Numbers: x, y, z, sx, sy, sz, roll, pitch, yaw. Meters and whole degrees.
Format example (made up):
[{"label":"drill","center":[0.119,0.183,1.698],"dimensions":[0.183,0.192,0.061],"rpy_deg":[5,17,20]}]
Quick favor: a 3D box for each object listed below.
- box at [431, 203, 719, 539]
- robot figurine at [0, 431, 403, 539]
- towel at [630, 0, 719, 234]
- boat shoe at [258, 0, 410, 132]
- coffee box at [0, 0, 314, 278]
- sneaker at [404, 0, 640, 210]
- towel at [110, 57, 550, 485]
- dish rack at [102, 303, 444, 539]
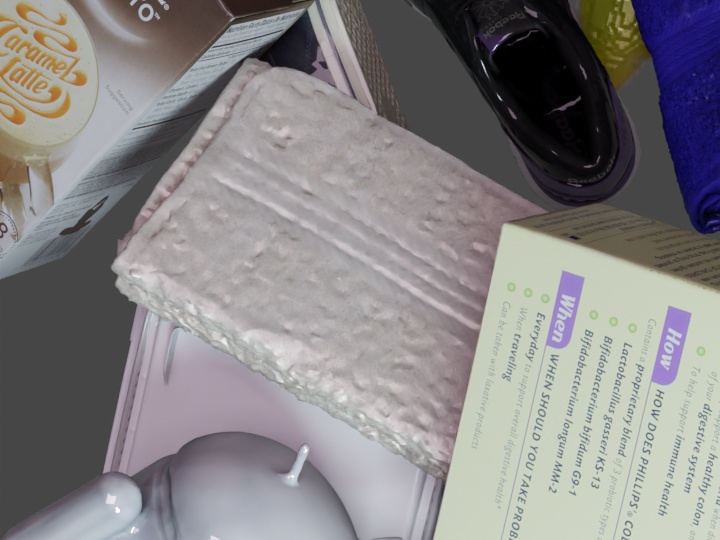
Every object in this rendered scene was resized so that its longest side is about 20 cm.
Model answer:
[{"label":"box","center":[0.145,0.086,1.219],"dimensions":[0.199,0.097,0.177],"rpy_deg":[19,105,27]},{"label":"robot figurine","center":[-0.081,0.145,1.305],"dimensions":[0.200,0.170,0.113],"rpy_deg":[-32,46,19]},{"label":"towel","center":[0.191,-0.130,1.353],"dimensions":[0.147,0.050,0.201],"rpy_deg":[-23,59,20]},{"label":"boat shoe","center":[-0.006,-0.039,1.400],"dimensions":[0.062,0.075,0.201],"rpy_deg":[-21,83,15]},{"label":"coffee box","center":[-0.132,-0.101,1.379],"dimensions":[0.200,0.080,0.115],"rpy_deg":[-44,78,29]},{"label":"sneaker","center":[0.068,-0.125,1.392],"dimensions":[0.076,0.088,0.200],"rpy_deg":[-34,80,2]},{"label":"towel","center":[0.000,0.000,1.323],"dimensions":[0.199,0.035,0.133],"rpy_deg":[31,70,10]},{"label":"dish rack","center":[-0.040,0.103,1.367],"dimensions":[0.171,0.044,0.201],"rpy_deg":[16,107,8]}]
